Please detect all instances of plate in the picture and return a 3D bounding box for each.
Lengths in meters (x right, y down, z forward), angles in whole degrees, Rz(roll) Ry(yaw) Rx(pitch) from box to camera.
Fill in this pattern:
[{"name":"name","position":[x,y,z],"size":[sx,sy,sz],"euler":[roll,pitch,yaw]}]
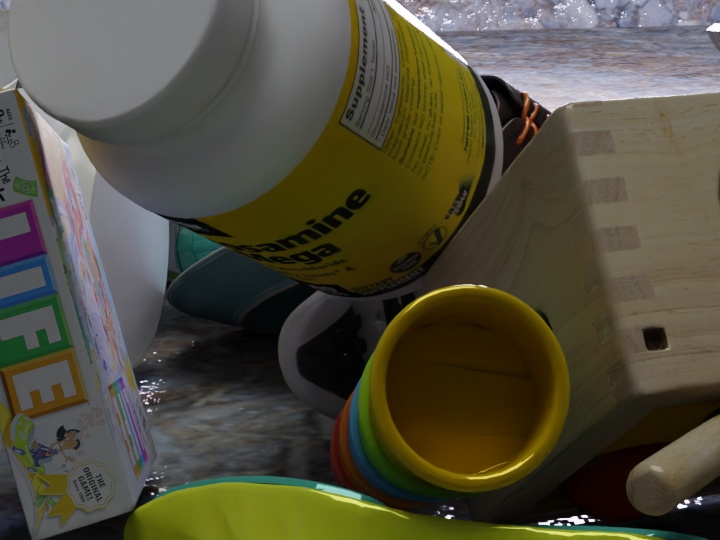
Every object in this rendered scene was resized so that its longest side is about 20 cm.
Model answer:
[{"name":"plate","position":[0.000,0.000,0.926],"size":[0.198,0.026,0.200],"euler":[-15,-13,-4]}]

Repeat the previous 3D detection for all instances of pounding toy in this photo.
[{"name":"pounding toy","position":[0.121,0.027,0.623],"size":[0.182,0.144,0.200],"euler":[-6,-20,-19]}]

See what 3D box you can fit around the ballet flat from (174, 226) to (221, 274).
[{"name":"ballet flat","position":[-0.011,-0.018,1.020],"size":[0.199,0.068,0.070],"euler":[-8,0,-44]}]

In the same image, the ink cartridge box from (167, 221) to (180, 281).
[{"name":"ink cartridge box","position":[-0.108,-0.049,1.177],"size":[0.199,0.077,0.147],"euler":[12,18,42]}]

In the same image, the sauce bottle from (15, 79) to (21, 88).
[{"name":"sauce bottle","position":[-0.098,-0.075,0.996],"size":[0.064,0.065,0.199],"euler":[10,-10,40]}]

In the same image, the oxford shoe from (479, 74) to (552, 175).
[{"name":"oxford shoe","position":[0.073,-0.042,0.807],"size":[0.198,0.073,0.072],"euler":[8,54,-12]}]

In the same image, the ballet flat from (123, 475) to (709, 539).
[{"name":"ballet flat","position":[0.015,0.104,0.530],"size":[0.198,0.067,0.067],"euler":[3,42,15]}]

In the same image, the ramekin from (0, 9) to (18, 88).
[{"name":"ramekin","position":[-0.222,-0.068,1.045],"size":[0.198,0.106,0.201],"euler":[-16,29,9]}]

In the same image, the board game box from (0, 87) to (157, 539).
[{"name":"board game box","position":[-0.110,0.015,0.651],"size":[0.034,0.136,0.200],"euler":[-16,1,-5]}]

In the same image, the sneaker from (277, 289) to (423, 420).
[{"name":"sneaker","position":[0.011,0.032,0.839],"size":[0.080,0.076,0.199],"euler":[-5,3,28]}]

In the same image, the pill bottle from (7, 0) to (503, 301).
[{"name":"pill bottle","position":[-0.034,-0.063,0.662],"size":[0.111,0.114,0.200],"euler":[6,-11,30]}]

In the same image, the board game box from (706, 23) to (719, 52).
[{"name":"board game box","position":[0.237,-0.030,0.770],"size":[0.026,0.200,0.200],"euler":[-39,8,3]}]

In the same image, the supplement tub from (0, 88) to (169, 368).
[{"name":"supplement tub","position":[-0.203,-0.015,0.876],"size":[0.198,0.146,0.144],"euler":[2,13,11]}]

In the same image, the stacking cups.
[{"name":"stacking cups","position":[0.018,0.057,0.614],"size":[0.060,0.061,0.200],"euler":[-3,-14,-9]}]
